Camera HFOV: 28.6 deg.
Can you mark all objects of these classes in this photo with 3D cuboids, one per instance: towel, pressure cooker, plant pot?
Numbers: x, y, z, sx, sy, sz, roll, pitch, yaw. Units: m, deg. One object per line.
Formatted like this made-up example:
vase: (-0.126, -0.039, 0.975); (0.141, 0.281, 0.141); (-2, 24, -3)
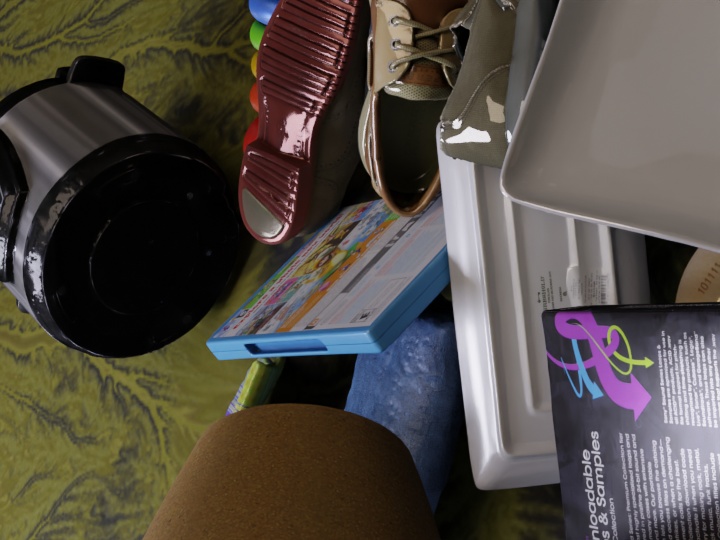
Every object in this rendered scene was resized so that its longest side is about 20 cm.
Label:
towel: (-0.109, 0.142, 0.924); (0.201, 0.023, 0.144); (-59, 1, 0)
pressure cooker: (-0.205, -0.046, 1.060); (0.175, 0.179, 0.200); (-40, 43, -12)
plant pot: (-0.030, 0.159, 0.532); (0.185, 0.186, 0.202); (-27, 45, 36)
towel: (0.015, 0.113, 0.830); (0.112, 0.048, 0.203); (-148, 72, -70)

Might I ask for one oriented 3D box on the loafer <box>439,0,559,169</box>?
loafer: (0.078, -0.136, 0.746); (0.069, 0.075, 0.202); (-7, 49, 27)

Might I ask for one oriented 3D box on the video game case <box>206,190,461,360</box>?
video game case: (0.000, 0.000, 0.855); (0.143, 0.018, 0.199); (-46, 19, -26)

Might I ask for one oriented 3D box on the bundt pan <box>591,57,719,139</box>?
bundt pan: (0.202, -0.150, 0.713); (0.199, 0.076, 0.205); (-4, 76, 16)

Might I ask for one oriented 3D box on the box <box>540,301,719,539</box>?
box: (0.161, 0.086, 0.649); (0.199, 0.036, 0.145); (-3, 93, 59)

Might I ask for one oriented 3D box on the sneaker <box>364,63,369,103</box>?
sneaker: (0.059, -0.166, 0.856); (0.075, 0.087, 0.201); (-83, 12, -50)

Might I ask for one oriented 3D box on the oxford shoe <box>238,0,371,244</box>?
oxford shoe: (-0.026, -0.117, 0.938); (0.070, 0.074, 0.202); (34, 118, 31)

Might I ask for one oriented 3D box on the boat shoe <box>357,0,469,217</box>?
boat shoe: (0.038, -0.122, 0.802); (0.074, 0.075, 0.202); (-92, 4, -57)

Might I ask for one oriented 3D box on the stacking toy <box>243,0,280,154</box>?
stacking toy: (-0.046, -0.155, 0.975); (0.085, 0.085, 0.203); (32, 121, 46)

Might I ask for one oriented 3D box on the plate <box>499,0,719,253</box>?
plate: (0.185, -0.099, 0.649); (0.198, 0.032, 0.202); (16, 81, 20)

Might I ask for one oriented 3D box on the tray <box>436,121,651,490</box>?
tray: (0.102, 0.014, 0.751); (0.106, 0.022, 0.203); (-6, 92, 6)

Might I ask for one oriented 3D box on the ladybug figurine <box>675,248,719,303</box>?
ladybug figurine: (0.233, 0.047, 0.653); (0.137, 0.071, 0.200); (-58, 44, 15)

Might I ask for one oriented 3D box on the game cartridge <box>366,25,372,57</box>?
game cartridge: (0.086, -0.181, 0.909); (0.200, 0.041, 0.134); (-41, 47, 28)
